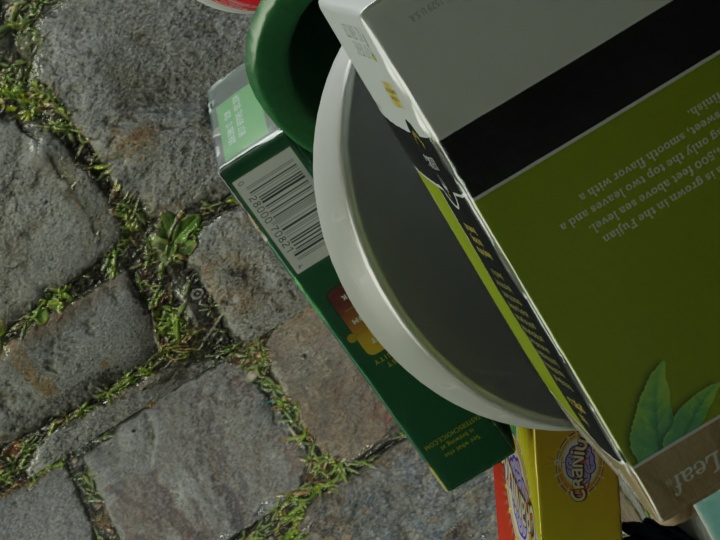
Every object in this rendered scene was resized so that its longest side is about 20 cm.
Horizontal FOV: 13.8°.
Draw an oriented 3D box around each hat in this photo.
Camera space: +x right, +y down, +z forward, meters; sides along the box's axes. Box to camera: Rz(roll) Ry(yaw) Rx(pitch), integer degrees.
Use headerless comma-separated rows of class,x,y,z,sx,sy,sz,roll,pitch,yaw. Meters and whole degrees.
hat,0.021,-0.156,1.330,0.166,0.200,0.176,87,179,-49

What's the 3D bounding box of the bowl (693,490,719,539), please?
bowl,0.207,0.118,1.073,0.201,0.105,0.201,59,180,1

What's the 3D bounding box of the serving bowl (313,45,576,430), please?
serving bowl,0.059,-0.030,1.190,0.066,0.200,0.200,-20,104,54

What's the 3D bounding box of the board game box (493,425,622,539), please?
board game box,0.095,0.100,1.468,0.153,0.040,0.200,-131,36,-81

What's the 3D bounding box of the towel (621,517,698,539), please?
towel,0.223,0.181,1.470,0.200,0.049,0.112,27,-176,-35

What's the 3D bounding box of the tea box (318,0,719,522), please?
tea box,0.094,-0.042,1.033,0.197,0.133,0.200,60,179,-8

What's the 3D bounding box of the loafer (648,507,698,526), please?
loafer,0.100,0.019,1.277,0.200,0.063,0.072,53,163,-4

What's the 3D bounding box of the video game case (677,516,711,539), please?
video game case,0.173,0.062,1.329,0.182,0.023,0.200,36,147,57

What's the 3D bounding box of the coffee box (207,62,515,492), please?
coffee box,0.000,0.000,1.416,0.200,0.044,0.123,54,-171,-22

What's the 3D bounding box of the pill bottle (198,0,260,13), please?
pill bottle,-0.032,-0.196,1.513,0.112,0.112,0.200,59,162,-9
